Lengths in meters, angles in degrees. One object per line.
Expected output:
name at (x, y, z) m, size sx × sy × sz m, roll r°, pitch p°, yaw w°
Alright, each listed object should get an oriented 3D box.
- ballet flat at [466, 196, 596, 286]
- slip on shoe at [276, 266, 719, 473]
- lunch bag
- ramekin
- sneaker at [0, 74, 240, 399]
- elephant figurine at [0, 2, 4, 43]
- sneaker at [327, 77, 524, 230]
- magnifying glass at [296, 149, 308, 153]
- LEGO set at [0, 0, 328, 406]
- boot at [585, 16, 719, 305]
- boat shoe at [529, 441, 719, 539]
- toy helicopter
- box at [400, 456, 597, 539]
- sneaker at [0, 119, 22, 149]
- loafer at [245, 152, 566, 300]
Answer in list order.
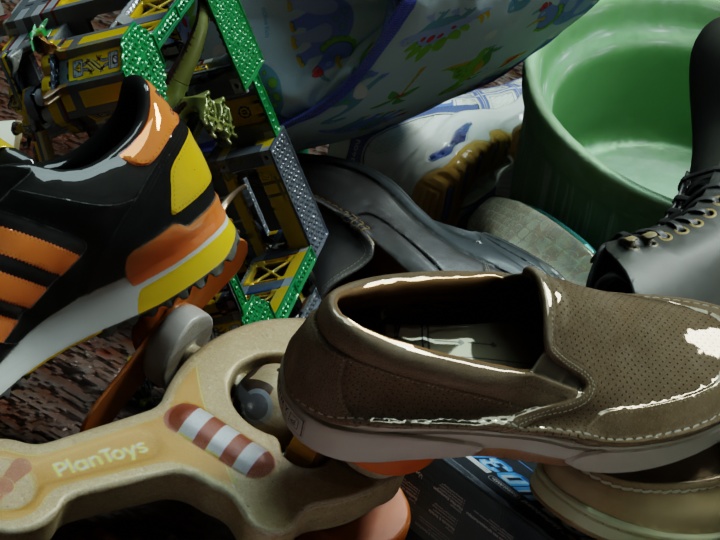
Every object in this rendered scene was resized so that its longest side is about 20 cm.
ballet flat at (0.100, 0.026, 1.363) m, size 0.062 × 0.068 × 0.200 m, roll -25°, pitch 41°, yaw -28°
slip on shoe at (0.068, 0.029, 1.091) m, size 0.198 × 0.061 × 0.076 m, roll 1°, pitch 46°, yaw -17°
lunch bag at (0.010, -0.131, 1.373) m, size 0.169 × 0.128 × 0.199 m, roll -18°, pitch 7°, yaw -42°
ramekin at (0.170, -0.047, 1.461) m, size 0.198 × 0.098 × 0.201 m, roll 8°, pitch 38°, yaw -6°
sneaker at (-0.146, -0.003, 1.106) m, size 0.199 × 0.091 × 0.070 m, roll -30°, pitch 21°, yaw -20°
elephant figurine at (-0.284, -0.151, 1.418) m, size 0.199 × 0.143 × 0.155 m, roll -13°, pitch 4°, yaw -26°
sneaker at (0.056, -0.078, 1.557) m, size 0.088 × 0.076 × 0.200 m, roll 26°, pitch 22°, yaw 22°
magnifying glass at (-0.077, -0.055, 1.478) m, size 0.079 × 0.023 × 0.200 m, roll 20°, pitch 20°, yaw 5°
LEGO set at (-0.103, -0.038, 1.238) m, size 0.115 × 0.201 × 0.154 m, roll -11°, pitch 35°, yaw 23°
boot at (0.149, -0.029, 1.282) m, size 0.138 × 0.077 × 0.201 m, roll 6°, pitch 63°, yaw -36°
boat shoe at (0.151, 0.066, 1.167) m, size 0.199 × 0.067 × 0.074 m, roll -5°, pitch 33°, yaw -42°
toy helicopter at (-0.073, 0.060, 1.116) m, size 0.199 × 0.079 × 0.133 m, roll -14°, pitch 53°, yaw -29°
box at (0.107, 0.107, 1.191) m, size 0.158 × 0.046 × 0.200 m, roll -6°, pitch 32°, yaw -46°
sneaker at (-0.197, -0.020, 1.245) m, size 0.089 × 0.068 × 0.200 m, roll 9°, pitch 21°, yaw -6°
loafer at (0.000, 0.000, 1.332) m, size 0.199 × 0.073 × 0.072 m, roll 20°, pitch 29°, yaw 27°
